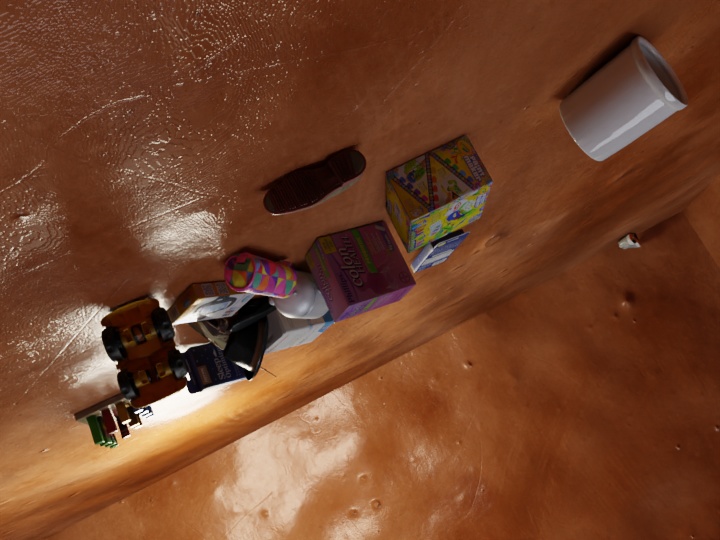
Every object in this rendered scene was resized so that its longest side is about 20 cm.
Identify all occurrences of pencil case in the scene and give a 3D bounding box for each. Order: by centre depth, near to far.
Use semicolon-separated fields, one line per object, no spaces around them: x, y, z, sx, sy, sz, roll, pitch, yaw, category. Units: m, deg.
-0.212;0.011;1.436;0.088;0.089;0.200;-31;165;15;pencil case

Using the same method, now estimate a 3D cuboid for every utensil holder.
0.540;-0.351;1.378;0.169;0.172;0.199;-8;159;-47;utensil holder

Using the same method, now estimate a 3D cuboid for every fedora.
-0.310;0.194;1.756;0.090;0.204;0.201;13;149;-18;fedora

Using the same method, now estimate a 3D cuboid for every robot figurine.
-0.141;0.060;1.632;0.167;0.115;0.199;-16;169;23;robot figurine

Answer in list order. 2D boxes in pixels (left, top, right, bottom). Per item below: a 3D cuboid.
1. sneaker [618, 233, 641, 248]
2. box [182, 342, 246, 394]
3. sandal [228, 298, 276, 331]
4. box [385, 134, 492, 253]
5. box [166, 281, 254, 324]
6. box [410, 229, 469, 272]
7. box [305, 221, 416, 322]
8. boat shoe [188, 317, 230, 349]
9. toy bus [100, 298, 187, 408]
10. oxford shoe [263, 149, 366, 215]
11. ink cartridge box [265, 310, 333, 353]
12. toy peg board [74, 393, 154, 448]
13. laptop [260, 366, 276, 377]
1.468;-0.154;3.636;0.091;0.077;0.199;-28;158;33;sneaker
-0.396;0.257;1.812;0.198;0.123;0.032;-10;158;-46;box
-0.263;0.096;1.690;0.199;0.048;0.075;-31;170;-40;sandal
0.163;-0.158;1.436;0.190;0.123;0.200;-25;163;-6;box
-0.324;0.069;1.503;0.119;0.042;0.198;-39;158;34;box
0.235;-0.064;1.970;0.120;0.033;0.200;-20;164;-25;box
0.000;0.000;1.561;0.198;0.178;0.097;-16;161;-31;box
-0.360;0.133;1.620;0.072;0.072;0.200;-55;160;-14;boat shoe
-0.443;0.181;1.391;0.134;0.203;0.192;-21;171;-15;toy bus
-0.079;-0.145;1.191;0.197;0.071;0.075;-24;169;-9;oxford shoe
-0.193;0.158;1.902;0.198;0.086;0.144;-11;157;-47;ink cartridge box
-0.690;0.434;1.931;0.197;0.099;0.200;-24;164;-11;toy peg board
-0.379;0.299;1.981;0.198;0.117;0.188;-26;163;-3;laptop
